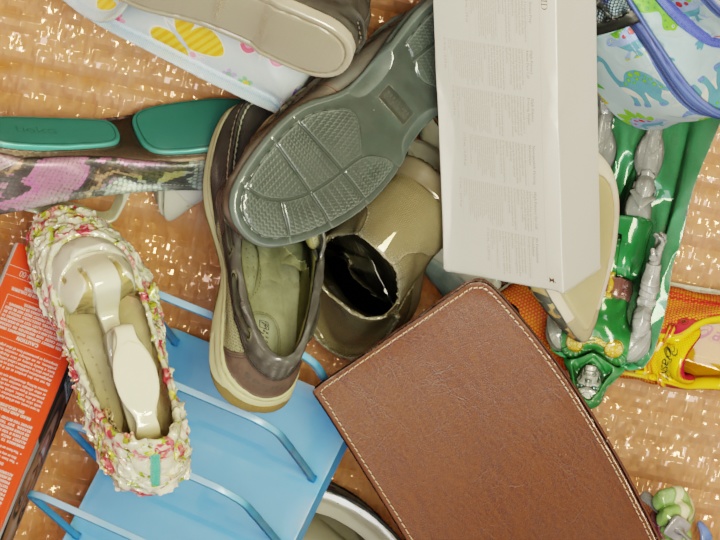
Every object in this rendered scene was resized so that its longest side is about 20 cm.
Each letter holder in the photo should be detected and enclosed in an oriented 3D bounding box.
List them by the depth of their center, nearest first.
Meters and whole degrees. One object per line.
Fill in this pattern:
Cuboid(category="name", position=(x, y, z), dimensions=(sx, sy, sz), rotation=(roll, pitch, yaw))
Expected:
Cuboid(category="letter holder", position=(0.094, 0.109, 1.558), dimensions=(0.142, 0.101, 0.200), rotation=(-35, 84, 26))

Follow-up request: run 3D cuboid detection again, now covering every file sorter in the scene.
Cuboid(category="file sorter", position=(-0.113, 0.130, 1.594), dimensions=(0.138, 0.123, 0.201), rotation=(21, 75, 20))

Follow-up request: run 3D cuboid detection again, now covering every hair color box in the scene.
Cuboid(category="hair color box", position=(-0.218, 0.094, 1.607), dimensions=(0.061, 0.102, 0.201), rotation=(21, 75, 0))

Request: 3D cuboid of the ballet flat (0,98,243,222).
Cuboid(category="ballet flat", position=(-0.142, -0.063, 1.622), dimensions=(0.199, 0.069, 0.071), rotation=(-5, 123, -14))

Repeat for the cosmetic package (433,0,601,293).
Cuboid(category="cosmetic package", position=(0.089, -0.094, 1.485), dimensions=(0.082, 0.051, 0.201), rotation=(13, 116, 34))

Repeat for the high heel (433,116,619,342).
Cuboid(category="high heel", position=(0.087, -0.058, 1.606), dimensions=(0.071, 0.142, 0.201), rotation=(-22, 109, -28))

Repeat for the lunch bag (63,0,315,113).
Cuboid(category="lunch bag", position=(-0.090, -0.209, 1.554), dimensions=(0.199, 0.127, 0.170), rotation=(29, 104, 1))

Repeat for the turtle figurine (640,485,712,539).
Cuboid(category="turtle figurine", position=(0.146, 0.196, 1.645), dimensions=(0.193, 0.200, 0.144), rotation=(18, 132, 2))

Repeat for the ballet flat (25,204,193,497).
Cuboid(category="ballet flat", position=(-0.141, 0.035, 1.534), dimensions=(0.075, 0.064, 0.201), rotation=(-17, 65, -17))

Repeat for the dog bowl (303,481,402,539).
Cuboid(category="dog bowl", position=(-0.055, 0.218, 1.713), dimensions=(0.199, 0.074, 0.201), rotation=(0, 107, -2))

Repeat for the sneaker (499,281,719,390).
Cuboid(category="sneaker", position=(0.174, 0.038, 1.662), dimensions=(0.199, 0.077, 0.073), rotation=(3, 108, 3))

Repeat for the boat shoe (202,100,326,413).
Cuboid(category="boat shoe", position=(-0.050, -0.018, 1.536), dimensions=(0.072, 0.202, 0.066), rotation=(14, 149, -24))

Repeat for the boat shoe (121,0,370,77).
Cuboid(category="boat shoe", position=(-0.086, -0.174, 1.480), dimensions=(0.199, 0.057, 0.067), rotation=(26, 140, -7))

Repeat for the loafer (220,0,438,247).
Cuboid(category="loafer", position=(-0.007, -0.085, 1.519), dimensions=(0.200, 0.063, 0.072), rotation=(-43, 112, -19))

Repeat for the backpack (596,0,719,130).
Cuboid(category="backpack", position=(0.189, -0.188, 1.533), dimensions=(0.183, 0.147, 0.200), rotation=(-46, 114, -31))

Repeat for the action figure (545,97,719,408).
Cuboid(category="action figure", position=(0.154, -0.014, 1.623), dimensions=(0.118, 0.055, 0.201), rotation=(7, 87, 14))

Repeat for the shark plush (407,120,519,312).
Cuboid(category="shark plush", position=(0.043, -0.017, 1.652), dimensions=(0.083, 0.091, 0.200), rotation=(-26, 111, 27))

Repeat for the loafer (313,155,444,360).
Cuboid(category="loafer", position=(0.000, 0.000, 1.600), dimensions=(0.076, 0.200, 0.067), rotation=(43, 59, 10))
